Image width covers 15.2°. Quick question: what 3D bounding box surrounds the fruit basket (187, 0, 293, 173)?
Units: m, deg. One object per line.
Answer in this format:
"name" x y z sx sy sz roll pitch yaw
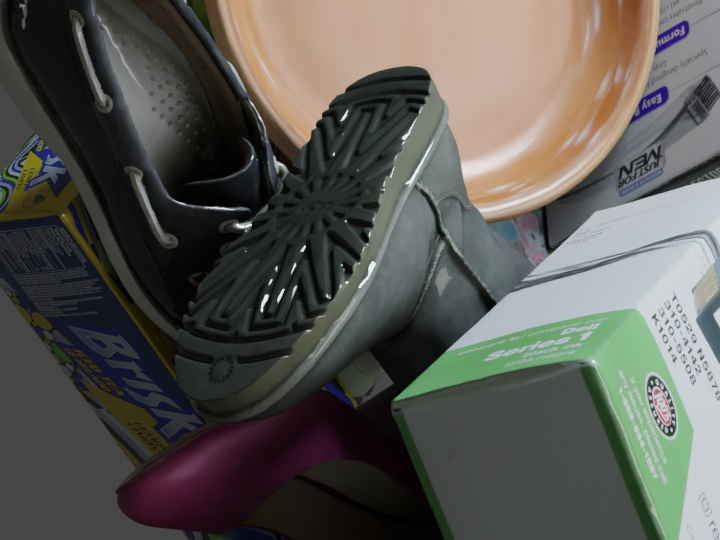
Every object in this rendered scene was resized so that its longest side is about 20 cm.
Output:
"fruit basket" -0.028 -0.126 1.150 0.200 0.094 0.185 57 37 -14

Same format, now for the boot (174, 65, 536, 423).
"boot" 0.031 0.048 1.001 0.182 0.072 0.200 -54 130 -34

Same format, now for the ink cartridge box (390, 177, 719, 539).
"ink cartridge box" 0.108 0.066 0.964 0.200 0.084 0.147 -40 110 -56

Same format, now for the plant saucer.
"plant saucer" 0.026 -0.115 1.079 0.199 0.037 0.201 4 82 -25

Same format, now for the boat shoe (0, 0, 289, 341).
"boat shoe" -0.061 -0.040 0.989 0.074 0.060 0.200 -52 123 -35

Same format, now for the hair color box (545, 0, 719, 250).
"hair color box" 0.130 -0.106 1.152 0.065 0.109 0.201 25 50 -37

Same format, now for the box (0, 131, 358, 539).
"box" -0.068 0.032 1.069 0.070 0.064 0.200 -54 126 -34

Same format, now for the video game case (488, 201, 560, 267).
"video game case" 0.093 -0.033 1.171 0.200 0.022 0.183 9 60 -46

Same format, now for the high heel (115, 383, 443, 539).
"high heel" -0.007 0.095 1.018 0.200 0.067 0.096 -10 69 -49

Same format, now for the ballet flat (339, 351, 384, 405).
"ballet flat" 0.000 0.000 1.196 0.069 0.071 0.201 52 42 -39
